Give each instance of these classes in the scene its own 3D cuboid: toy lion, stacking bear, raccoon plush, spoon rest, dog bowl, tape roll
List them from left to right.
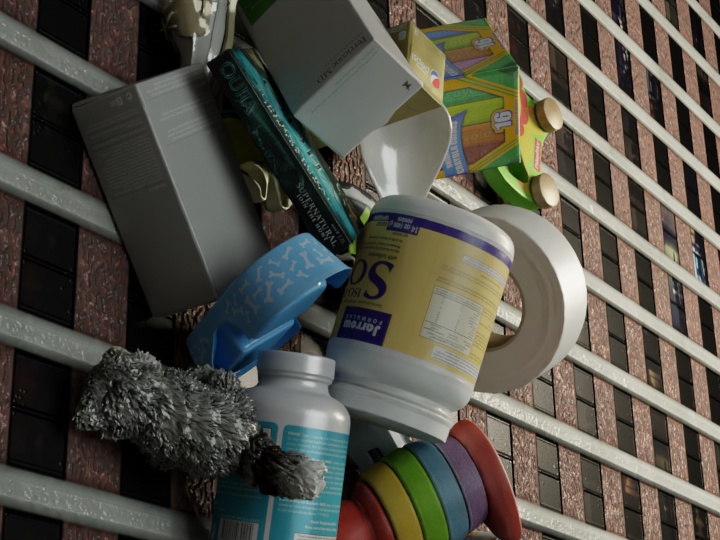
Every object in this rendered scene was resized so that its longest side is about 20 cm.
[{"bbox_3d":[-0.131,0.117,1.190,0.134,0.198,0.098,30,70,-59],"label":"raccoon plush"},{"bbox_3d":[-0.087,0.036,1.292,0.111,0.200,0.050,-30,79,-40],"label":"dog bowl"},{"bbox_3d":[0.036,0.231,1.406,0.198,0.121,0.115,-23,125,-17],"label":"stacking bear"},{"bbox_3d":[0.043,-0.098,1.549,0.061,0.098,0.202,-107,-163,-53],"label":"spoon rest"},{"bbox_3d":[0.148,0.032,1.645,0.071,0.201,0.205,-22,95,-59],"label":"tape roll"},{"bbox_3d":[0.185,-0.194,1.941,0.191,0.068,0.202,34,49,-37],"label":"toy lion"}]

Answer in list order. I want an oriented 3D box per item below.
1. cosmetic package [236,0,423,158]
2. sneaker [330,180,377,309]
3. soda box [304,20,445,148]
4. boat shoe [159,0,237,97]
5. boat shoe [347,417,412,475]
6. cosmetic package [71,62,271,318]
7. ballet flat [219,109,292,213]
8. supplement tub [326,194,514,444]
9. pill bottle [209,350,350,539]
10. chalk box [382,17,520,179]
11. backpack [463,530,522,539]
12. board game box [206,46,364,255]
[{"bbox_3d":[-0.034,-0.216,1.404,0.085,0.107,0.201,37,16,-42],"label":"cosmetic package"},{"bbox_3d":[0.000,0.000,1.541,0.201,0.071,0.083,61,39,-28],"label":"sneaker"},{"bbox_3d":[-0.016,-0.177,1.475,0.068,0.198,0.065,36,48,-44],"label":"soda box"},{"bbox_3d":[-0.157,-0.233,1.410,0.068,0.075,0.202,18,67,-20],"label":"boat shoe"},{"bbox_3d":[0.027,0.179,1.514,0.091,0.070,0.201,-91,160,-54],"label":"boat shoe"},{"bbox_3d":[-0.162,-0.071,1.311,0.107,0.089,0.202,-29,105,-57],"label":"cosmetic package"},{"bbox_3d":[-0.092,-0.093,1.432,0.200,0.066,0.068,27,50,-61],"label":"ballet flat"},{"bbox_3d":[0.051,0.046,1.379,0.145,0.144,0.202,30,74,-48],"label":"supplement tub"},{"bbox_3d":[-0.068,0.174,1.286,0.110,0.110,0.203,19,76,-53],"label":"pill bottle"},{"bbox_3d":[0.063,-0.179,1.611,0.124,0.198,0.126,-114,-167,-52],"label":"chalk box"},{"bbox_3d":[0.099,0.356,1.464,0.200,0.152,0.177,-51,124,-34],"label":"backpack"},{"bbox_3d":[-0.064,-0.110,1.341,0.201,0.028,0.135,58,10,-5],"label":"board game box"}]
